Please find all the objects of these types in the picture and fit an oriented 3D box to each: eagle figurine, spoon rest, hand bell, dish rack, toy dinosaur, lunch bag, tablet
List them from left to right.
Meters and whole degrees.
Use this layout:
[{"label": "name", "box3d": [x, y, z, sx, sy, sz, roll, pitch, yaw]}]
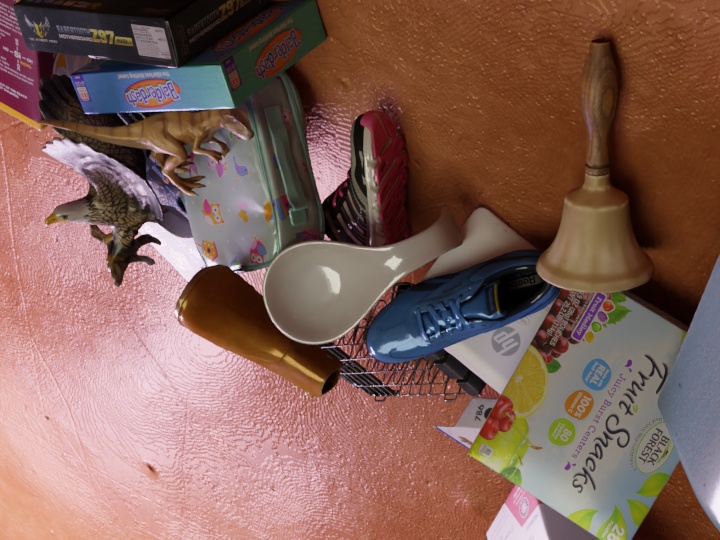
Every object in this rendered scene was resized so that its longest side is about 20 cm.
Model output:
[{"label": "eagle figurine", "box3d": [-0.263, -0.089, 1.274, 0.150, 0.151, 0.202, 15, 127, 21]}, {"label": "toy dinosaur", "box3d": [-0.192, -0.128, 1.170, 0.197, 0.061, 0.107, -5, 135, 9]}, {"label": "lunch bag", "box3d": [-0.111, -0.096, 1.227, 0.159, 0.077, 0.203, -10, 95, 47]}, {"label": "spoon rest", "box3d": [0.000, 0.000, 1.152, 0.198, 0.061, 0.100, -25, 99, 8]}, {"label": "dish rack", "box3d": [0.031, 0.083, 1.295, 0.153, 0.055, 0.199, 41, 149, -29]}, {"label": "tablet", "box3d": [0.152, 0.050, 1.169, 0.199, 0.014, 0.131, 39, 97, 6]}, {"label": "hand bell", "box3d": [0.199, -0.094, 1.037, 0.103, 0.104, 0.203, 11, 117, 32]}]

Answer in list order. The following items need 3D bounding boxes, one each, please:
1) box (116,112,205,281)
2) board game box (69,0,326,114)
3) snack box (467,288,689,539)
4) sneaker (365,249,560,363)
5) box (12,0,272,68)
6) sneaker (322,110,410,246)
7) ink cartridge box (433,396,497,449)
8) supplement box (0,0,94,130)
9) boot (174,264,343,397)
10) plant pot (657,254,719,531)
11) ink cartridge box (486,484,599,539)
[{"label": "box", "box3d": [-0.218, -0.100, 1.377, 0.200, 0.046, 0.159, 45, 139, -1]}, {"label": "board game box", "box3d": [-0.154, -0.202, 1.161, 0.198, 0.152, 0.045, 3, 123, 37]}, {"label": "snack box", "box3d": [0.219, 0.122, 1.114, 0.168, 0.068, 0.202, 32, 101, 12]}, {"label": "sneaker", "box3d": [0.092, 0.033, 1.133, 0.198, 0.078, 0.067, -22, 90, 10]}, {"label": "box", "box3d": [-0.202, -0.254, 1.153, 0.198, 0.158, 0.052, 13, 130, 31]}, {"label": "sneaker", "box3d": [-0.003, -0.070, 1.208, 0.086, 0.074, 0.202, 14, 136, 21]}, {"label": "ink cartridge box", "box3d": [0.182, 0.164, 1.248, 0.198, 0.040, 0.099, -1, 155, 37]}, {"label": "supplement box", "box3d": [-0.334, -0.266, 1.285, 0.085, 0.110, 0.202, 27, 136, 17]}, {"label": "boot", "box3d": [-0.090, 0.066, 1.205, 0.143, 0.071, 0.201, 34, -179, 17]}, {"label": "plant pot", "box3d": [0.361, 0.124, 0.927, 0.193, 0.202, 0.198, 4, 134, -6]}, {"label": "ink cartridge box", "box3d": [0.209, 0.324, 1.266, 0.082, 0.202, 0.146, 2, 138, -17]}]
